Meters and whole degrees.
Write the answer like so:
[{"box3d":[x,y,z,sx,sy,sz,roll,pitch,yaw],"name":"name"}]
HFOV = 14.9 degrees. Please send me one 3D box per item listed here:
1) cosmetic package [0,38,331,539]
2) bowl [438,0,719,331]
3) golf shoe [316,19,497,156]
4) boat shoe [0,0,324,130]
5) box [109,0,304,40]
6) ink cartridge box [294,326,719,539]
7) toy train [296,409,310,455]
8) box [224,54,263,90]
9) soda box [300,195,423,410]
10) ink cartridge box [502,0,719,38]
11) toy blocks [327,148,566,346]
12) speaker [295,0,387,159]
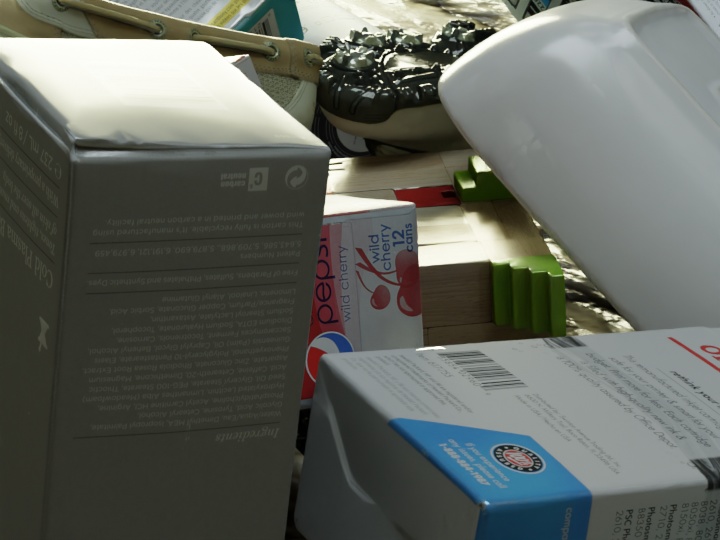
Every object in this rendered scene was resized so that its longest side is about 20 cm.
[{"box3d":[-0.074,0.039,0.828,0.090,0.200,0.107,0,20,-26],"name":"cosmetic package"},{"box3d":[0.136,-0.035,1.116,0.200,0.075,0.200,48,20,7],"name":"bowl"},{"box3d":[0.035,-0.064,1.245,0.077,0.088,0.200,20,13,22],"name":"golf shoe"},{"box3d":[-0.105,-0.089,1.055,0.200,0.063,0.073,19,-14,-25],"name":"boat shoe"},{"box3d":[-0.129,-0.144,1.315,0.200,0.049,0.082,33,66,28],"name":"box"},{"box3d":[0.094,0.072,0.917,0.200,0.068,0.116,-3,24,-28],"name":"ink cartridge box"},{"box3d":[0.011,0.063,1.010,0.200,0.046,0.034,-4,5,-23],"name":"toy train"},{"box3d":[-0.107,-0.045,0.983,0.200,0.042,0.039,-1,25,48],"name":"box"},{"box3d":[-0.053,0.006,1.016,0.063,0.070,0.200,-8,7,-29],"name":"soda box"},{"box3d":[0.144,-0.115,1.302,0.084,0.176,0.200,-29,74,-24],"name":"ink cartridge box"},{"box3d":[0.000,0.000,1.121,0.136,0.100,0.200,-5,19,-5],"name":"toy blocks"},{"box3d":[-0.048,-0.111,1.384,0.081,0.081,0.200,-5,25,-32],"name":"speaker"}]
